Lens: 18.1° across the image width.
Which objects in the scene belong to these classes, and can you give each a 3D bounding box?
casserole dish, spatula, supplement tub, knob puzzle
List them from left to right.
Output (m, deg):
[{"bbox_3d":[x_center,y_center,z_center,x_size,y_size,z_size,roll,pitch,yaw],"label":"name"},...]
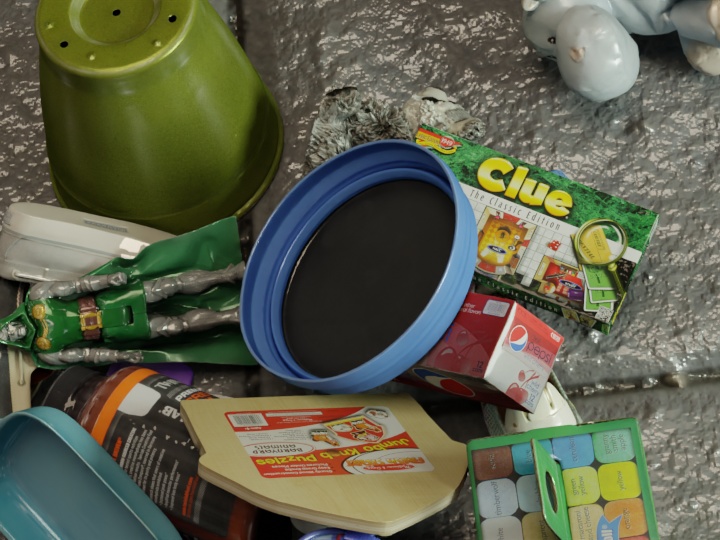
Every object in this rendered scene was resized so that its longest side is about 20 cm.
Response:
[{"bbox_3d":[-0.201,0.179,1.644,0.200,0.121,0.039,45,39,5],"label":"casserole dish"},{"bbox_3d":[-0.140,0.137,1.676,0.200,0.107,0.107,21,64,20],"label":"supplement tub"},{"bbox_3d":[-0.103,0.105,1.740,0.199,0.021,0.057,15,63,17],"label":"spatula"},{"bbox_3d":[-0.017,0.140,1.558,0.219,0.031,0.220,6,20,-2],"label":"knob puzzle"}]

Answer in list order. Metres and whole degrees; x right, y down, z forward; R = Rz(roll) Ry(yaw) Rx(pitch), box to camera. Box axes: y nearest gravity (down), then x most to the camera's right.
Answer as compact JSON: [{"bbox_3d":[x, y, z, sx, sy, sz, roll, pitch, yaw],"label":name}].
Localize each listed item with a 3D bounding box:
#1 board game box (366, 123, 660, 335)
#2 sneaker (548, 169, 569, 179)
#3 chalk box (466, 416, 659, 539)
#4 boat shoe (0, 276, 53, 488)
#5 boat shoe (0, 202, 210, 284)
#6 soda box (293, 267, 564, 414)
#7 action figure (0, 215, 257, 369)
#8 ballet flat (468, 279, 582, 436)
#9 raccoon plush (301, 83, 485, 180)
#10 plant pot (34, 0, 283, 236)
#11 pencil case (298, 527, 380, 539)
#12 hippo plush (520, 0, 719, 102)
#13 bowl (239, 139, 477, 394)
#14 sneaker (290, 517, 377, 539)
[{"bbox_3d":[0.116,-0.033,1.717,0.200,0.023,0.105,21,64,13],"label":"board game box"},{"bbox_3d":[0.076,-0.034,1.776,0.199,0.066,0.079,-13,49,0],"label":"sneaker"},{"bbox_3d":[0.143,0.184,1.545,0.124,0.200,0.125,-8,58,4],"label":"chalk box"},{"bbox_3d":[-0.270,0.082,1.753,0.062,0.071,0.200,3,54,-2],"label":"boat shoe"},{"bbox_3d":[-0.188,0.002,1.777,0.199,0.069,0.072,13,13,-18],"label":"boat shoe"},{"bbox_3d":[0.049,0.050,1.670,0.200,0.070,0.064,11,73,45],"label":"soda box"},{"bbox_3d":[-0.183,0.033,1.727,0.199,0.055,0.118,-10,96,-6],"label":"action figure"},{"bbox_3d":[0.120,0.086,1.686,0.069,0.071,0.200,-19,58,-9],"label":"ballet flat"},{"bbox_3d":[0.020,-0.059,1.803,0.134,0.097,0.201,16,85,6],"label":"raccoon plush"},{"bbox_3d":[-0.175,-0.151,1.809,0.200,0.193,0.201,-4,58,7],"label":"plant pot"},{"bbox_3d":[-0.019,0.246,1.537,0.078,0.200,0.087,25,55,12],"label":"pencil case"},{"bbox_3d":[0.209,-0.228,1.814,0.160,0.159,0.200,-24,58,-7],"label":"hippo plush"},{"bbox_3d":[0.000,0.000,1.664,0.200,0.039,0.201,-22,50,29],"label":"bowl"},{"bbox_3d":[-0.006,0.171,1.660,0.071,0.099,0.200,13,30,15],"label":"sneaker"}]
